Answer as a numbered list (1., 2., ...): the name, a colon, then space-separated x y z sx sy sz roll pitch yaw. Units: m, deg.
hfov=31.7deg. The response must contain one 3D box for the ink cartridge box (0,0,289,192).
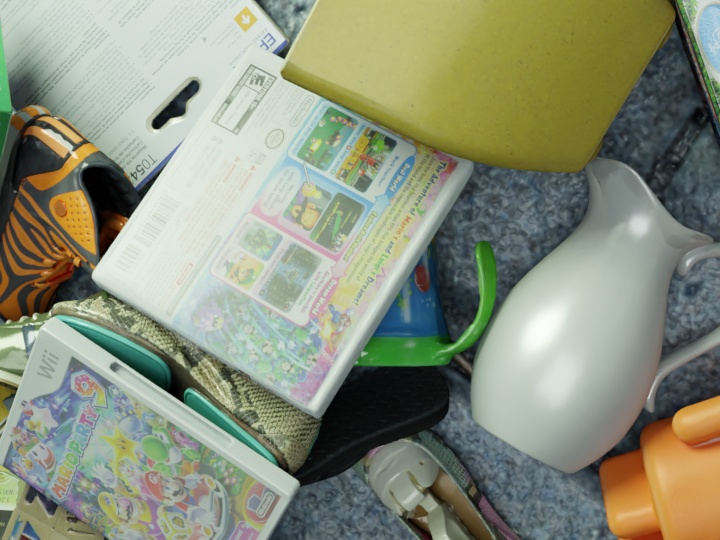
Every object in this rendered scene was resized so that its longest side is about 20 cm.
1. ink cartridge box: -0.181 -0.179 0.948 0.196 0.043 0.200 -41 92 15

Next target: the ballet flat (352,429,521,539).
1. ballet flat: 0.058 0.181 0.947 0.069 0.071 0.200 -43 88 15

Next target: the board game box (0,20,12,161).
1. board game box: -0.288 -0.080 0.916 0.029 0.135 0.201 5 134 -25

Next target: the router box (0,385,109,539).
1. router box: -0.195 0.131 0.972 0.198 0.052 0.159 0 77 12

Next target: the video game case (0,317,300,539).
1. video game case: -0.151 0.137 0.866 0.199 0.018 0.144 33 127 5

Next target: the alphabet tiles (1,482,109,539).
1. alphabet tiles: -0.172 0.233 0.928 0.199 0.006 0.167 27 106 6

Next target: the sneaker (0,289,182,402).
1. sneaker: -0.208 0.055 0.932 0.199 0.067 0.091 17 79 8

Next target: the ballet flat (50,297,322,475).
1. ballet flat: -0.113 0.064 0.867 0.199 0.068 0.075 32 59 6

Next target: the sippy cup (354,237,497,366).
1. sippy cup: 0.000 0.000 0.908 0.176 0.140 0.132 2 89 -11

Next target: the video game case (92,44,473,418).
1. video game case: -0.051 -0.032 0.845 0.181 0.024 0.201 29 75 15

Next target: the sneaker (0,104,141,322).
1. sneaker: -0.220 -0.014 0.934 0.112 0.078 0.201 33 135 17

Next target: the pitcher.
1. pitcher: 0.181 0.045 0.888 0.171 0.121 0.201 28 92 -10

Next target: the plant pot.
1. plant pot: 0.089 -0.168 0.832 0.199 0.196 0.195 30 103 -1

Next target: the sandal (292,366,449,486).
1. sandal: -0.026 0.125 0.929 0.199 0.076 0.048 -15 135 -15

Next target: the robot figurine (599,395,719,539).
1. robot figurine: 0.270 0.148 0.878 0.198 0.117 0.145 -18 89 14

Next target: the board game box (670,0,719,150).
1. board game box: 0.254 -0.099 0.799 0.061 0.200 0.202 -20 95 14
